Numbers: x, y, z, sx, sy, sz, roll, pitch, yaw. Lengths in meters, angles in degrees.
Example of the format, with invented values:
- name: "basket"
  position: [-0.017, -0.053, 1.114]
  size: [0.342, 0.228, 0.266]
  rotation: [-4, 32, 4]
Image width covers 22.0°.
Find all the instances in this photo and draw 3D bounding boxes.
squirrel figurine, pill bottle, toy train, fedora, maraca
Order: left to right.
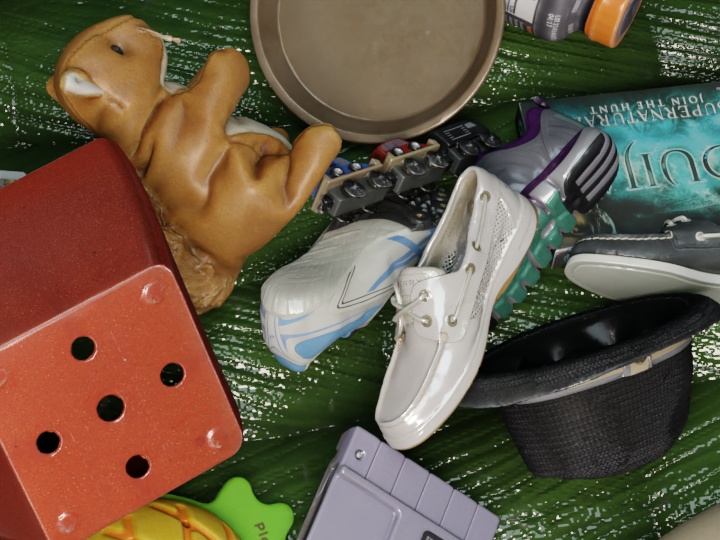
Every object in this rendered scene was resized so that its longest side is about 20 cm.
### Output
- name: "squirrel figurine"
  position: [-0.148, -0.074, 1.302]
  size: [0.186, 0.141, 0.201]
  rotation: [34, 89, -19]
- name: "maraca"
  position: [-0.114, 0.204, 1.186]
  size: [0.199, 0.107, 0.138]
  rotation: [-15, 76, -37]
- name: "toy train"
  position: [0.031, -0.077, 1.350]
  size: [0.046, 0.034, 0.199]
  rotation: [43, 39, 22]
- name: "pill bottle"
  position: [0.127, -0.248, 1.457]
  size: [0.199, 0.106, 0.107]
  rotation: [28, 62, 12]
- name: "fedora"
  position: [0.162, 0.085, 1.262]
  size: [0.199, 0.200, 0.092]
  rotation: [-18, 97, -13]

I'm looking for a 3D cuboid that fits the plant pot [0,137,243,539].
- name: "plant pot"
  position: [-0.180, 0.060, 1.165]
  size: [0.199, 0.201, 0.176]
  rotation: [-28, 24, -16]

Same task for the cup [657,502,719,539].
- name: "cup"
  position: [0.205, 0.252, 1.143]
  size: [0.142, 0.200, 0.202]
  rotation: [-19, 59, 16]

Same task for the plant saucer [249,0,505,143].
- name: "plant saucer"
  position: [0.014, -0.197, 1.415]
  size: [0.198, 0.029, 0.202]
  rotation: [0, 90, 11]

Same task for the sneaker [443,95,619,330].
- name: "sneaker"
  position: [0.097, -0.034, 1.347]
  size: [0.200, 0.074, 0.087]
  rotation: [-47, 54, -7]

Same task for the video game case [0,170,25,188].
- name: "video game case"
  position: [-0.341, 0.011, 1.327]
  size: [0.180, 0.023, 0.201]
  rotation: [4, 59, -1]

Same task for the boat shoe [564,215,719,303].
- name: "boat shoe"
  position: [0.245, -0.007, 1.343]
  size: [0.198, 0.076, 0.061]
  rotation: [10, 70, -11]

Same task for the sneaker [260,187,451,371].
- name: "sneaker"
  position: [0.000, 0.000, 1.337]
  size: [0.072, 0.073, 0.200]
  rotation: [27, 47, 31]

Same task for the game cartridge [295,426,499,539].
- name: "game cartridge"
  position: [0.008, 0.217, 1.195]
  size: [0.129, 0.038, 0.201]
  rotation: [31, 61, -12]

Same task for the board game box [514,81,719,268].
- name: "board game box"
  position: [0.228, -0.076, 1.408]
  size: [0.198, 0.028, 0.136]
  rotation: [-7, 61, -7]

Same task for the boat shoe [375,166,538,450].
- name: "boat shoe"
  position: [0.049, 0.021, 1.237]
  size: [0.069, 0.071, 0.201]
  rotation: [38, 64, -30]
